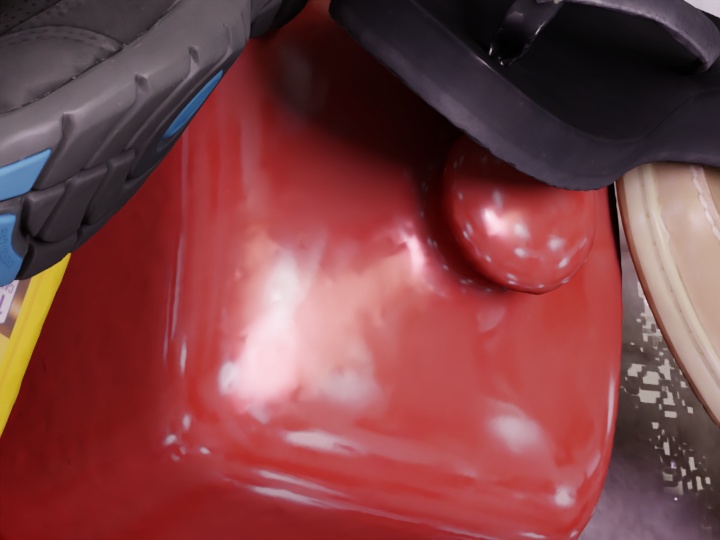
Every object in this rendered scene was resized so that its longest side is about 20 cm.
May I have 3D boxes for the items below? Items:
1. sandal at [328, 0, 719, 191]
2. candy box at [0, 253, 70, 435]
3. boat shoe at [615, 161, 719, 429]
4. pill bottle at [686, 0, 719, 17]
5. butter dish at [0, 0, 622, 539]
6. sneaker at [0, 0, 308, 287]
[{"bbox_3d":[0.059,-0.058,0.719,0.076,0.043,0.200,40,21,23],"label":"sandal"},{"bbox_3d":[-0.150,-0.001,0.583,0.200,0.026,0.103,32,73,-38],"label":"candy box"},{"bbox_3d":[0.140,0.026,0.812,0.200,0.065,0.072,46,31,-30],"label":"boat shoe"},{"bbox_3d":[0.136,-0.099,0.907,0.199,0.112,0.113,-9,80,-31],"label":"pill bottle"},{"bbox_3d":[0.000,0.000,0.751,0.199,0.148,0.201,15,66,-33],"label":"butter dish"},{"bbox_3d":[-0.058,-0.066,0.644,0.082,0.073,0.200,41,36,-3],"label":"sneaker"}]
